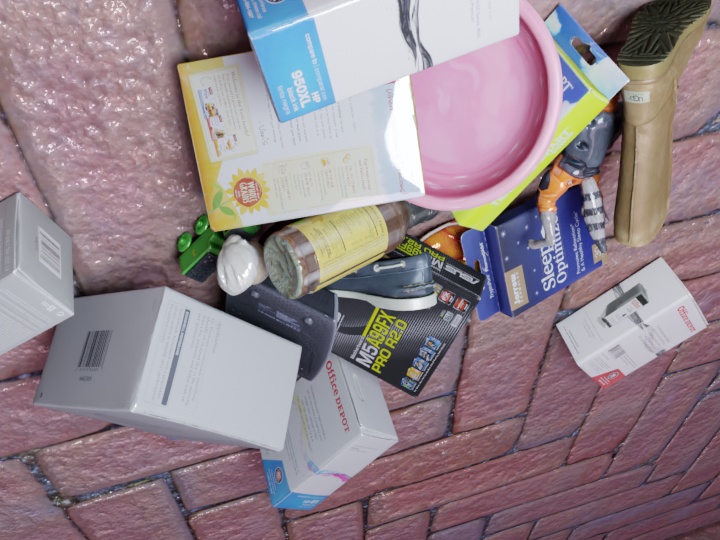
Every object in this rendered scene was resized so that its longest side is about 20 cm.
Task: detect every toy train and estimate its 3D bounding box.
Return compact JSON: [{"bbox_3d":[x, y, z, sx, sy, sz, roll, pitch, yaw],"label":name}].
[{"bbox_3d":[-0.119,-0.062,0.729,0.199,0.057,0.041,-40,138,22],"label":"toy train"}]

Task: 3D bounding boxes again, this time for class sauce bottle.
[{"bbox_3d":[-0.001,-0.037,0.677,0.198,0.065,0.065,-26,151,-39],"label":"sauce bottle"}]

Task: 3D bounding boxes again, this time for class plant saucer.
[{"bbox_3d":[0.083,-0.159,0.642,0.200,0.201,0.051,-42,178,24],"label":"plant saucer"}]

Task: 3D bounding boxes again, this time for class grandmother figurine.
[{"bbox_3d":[-0.061,-0.039,0.711,0.198,0.061,0.122,-34,161,-32],"label":"grandmother figurine"}]

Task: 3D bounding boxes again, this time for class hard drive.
[{"bbox_3d":[-0.090,0.058,0.818,0.132,0.043,0.201,26,151,2],"label":"hard drive"}]

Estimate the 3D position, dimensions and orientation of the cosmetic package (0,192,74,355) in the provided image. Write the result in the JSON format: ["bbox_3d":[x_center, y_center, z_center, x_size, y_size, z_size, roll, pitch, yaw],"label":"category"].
[{"bbox_3d":[-0.377,0.028,0.672,0.197,0.108,0.091,-27,142,4],"label":"cosmetic package"}]

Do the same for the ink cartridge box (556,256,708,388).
[{"bbox_3d":[0.440,0.089,1.149,0.198,0.084,0.146,-36,140,18],"label":"ink cartridge box"}]

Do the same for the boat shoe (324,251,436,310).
[{"bbox_3d":[0.000,0.000,0.772,0.074,0.198,0.064,-10,103,-39],"label":"boat shoe"}]

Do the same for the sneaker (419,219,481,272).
[{"bbox_3d":[0.154,-0.019,0.894,0.195,0.078,0.074,-5,141,-18],"label":"sneaker"}]

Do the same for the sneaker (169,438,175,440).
[{"bbox_3d":[-0.192,0.189,0.981,0.195,0.080,0.090,-10,148,-2],"label":"sneaker"}]

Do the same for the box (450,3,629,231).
[{"bbox_3d":[0.146,-0.152,0.694,0.047,0.123,0.200,7,135,-47],"label":"box"}]

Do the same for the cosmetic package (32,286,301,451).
[{"bbox_3d":[-0.205,0.112,0.772,0.196,0.126,0.199,-6,154,39],"label":"cosmetic package"}]

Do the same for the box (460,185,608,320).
[{"bbox_3d":[0.218,-0.026,0.870,0.197,0.032,0.124,-26,114,-19],"label":"box"}]

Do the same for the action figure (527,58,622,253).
[{"bbox_3d":[0.266,-0.132,0.783,0.195,0.105,0.198,-13,121,-19],"label":"action figure"}]

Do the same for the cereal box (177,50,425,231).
[{"bbox_3d":[-0.048,-0.123,0.620,0.195,0.040,0.148,-8,104,1],"label":"cereal box"}]

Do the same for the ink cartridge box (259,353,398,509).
[{"bbox_3d":[-0.054,0.230,1.026,0.084,0.146,0.200,21,125,-41],"label":"ink cartridge box"}]

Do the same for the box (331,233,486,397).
[{"bbox_3d":[0.043,0.051,0.879,0.158,0.045,0.202,27,130,1],"label":"box"}]

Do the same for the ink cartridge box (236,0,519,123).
[{"bbox_3d":[0.005,-0.218,0.535,0.196,0.147,0.085,-20,144,-1],"label":"ink cartridge box"}]

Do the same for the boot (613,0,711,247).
[{"bbox_3d":[0.305,-0.157,0.736,0.175,0.065,0.203,-45,136,-30],"label":"boot"}]
